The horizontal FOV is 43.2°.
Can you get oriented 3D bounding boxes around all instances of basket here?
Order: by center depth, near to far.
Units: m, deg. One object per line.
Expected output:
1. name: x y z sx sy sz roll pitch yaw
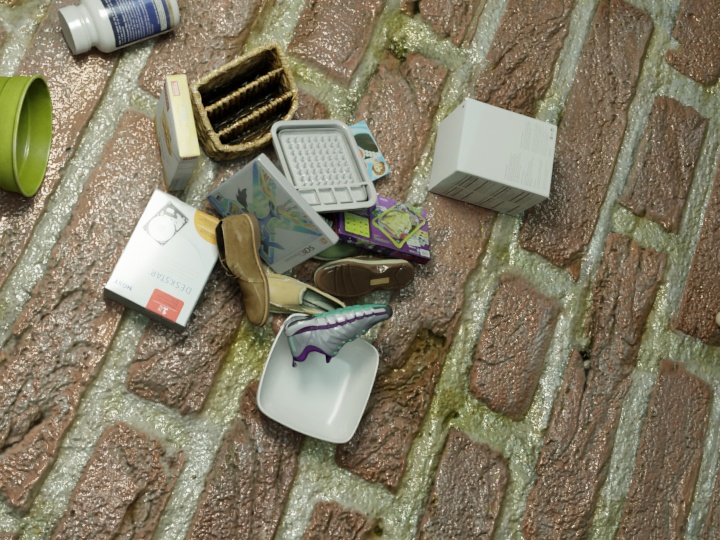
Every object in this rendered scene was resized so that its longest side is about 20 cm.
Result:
1. basket: -0.209 -0.301 1.673 0.199 0.149 0.144 -33 89 -22

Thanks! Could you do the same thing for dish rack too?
1. dish rack: -0.073 -0.186 1.678 0.170 0.044 0.202 -7 64 -28

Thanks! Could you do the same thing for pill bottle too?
1. pill bottle: -0.440 -0.464 1.652 0.199 0.111 0.112 -26 87 -22

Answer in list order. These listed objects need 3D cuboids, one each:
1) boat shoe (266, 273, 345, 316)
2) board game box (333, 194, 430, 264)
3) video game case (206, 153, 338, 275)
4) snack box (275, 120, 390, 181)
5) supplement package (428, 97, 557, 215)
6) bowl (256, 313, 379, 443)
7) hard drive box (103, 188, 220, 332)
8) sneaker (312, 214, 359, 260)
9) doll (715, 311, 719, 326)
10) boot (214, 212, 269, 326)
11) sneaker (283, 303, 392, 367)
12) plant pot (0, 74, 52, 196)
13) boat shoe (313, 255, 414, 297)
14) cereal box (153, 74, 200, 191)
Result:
1. boat shoe: -0.118 0.046 1.665 0.198 0.076 0.073 13 77 -12
2. board game box: 0.041 -0.088 1.730 0.198 0.032 0.121 16 56 -25
3. video game case: -0.159 -0.094 1.611 0.200 0.182 0.022 48 48 -15
4. snack box: -0.052 -0.198 1.761 0.199 0.037 0.117 -28 90 -22
5. supplement package: 0.261 -0.221 1.809 0.198 0.151 0.154 14 75 -15
6. bowl: -0.084 0.198 1.645 0.198 0.075 0.202 25 71 -13
7. hard drive box: -0.339 -0.016 1.607 0.155 0.077 0.202 26 72 -11
8. sneaker: -0.085 -0.070 1.691 0.198 0.090 0.068 8 66 -17
9. doll: 0.868 0.108 1.993 0.197 0.048 0.138 2 77 -18
10. boot: -0.210 0.003 1.594 0.075 0.073 0.203 -12 91 -43
11. sneaker: -0.035 0.113 1.613 0.197 0.074 0.089 -10 95 -10
12. plant pot: -0.635 -0.235 1.508 0.190 0.200 0.203 7 76 -4
13. boat shoe: -0.001 0.006 1.719 0.200 0.075 0.076 1 111 -25
14. cereal box: -0.324 -0.237 1.593 0.039 0.200 0.146 -9 80 -20
